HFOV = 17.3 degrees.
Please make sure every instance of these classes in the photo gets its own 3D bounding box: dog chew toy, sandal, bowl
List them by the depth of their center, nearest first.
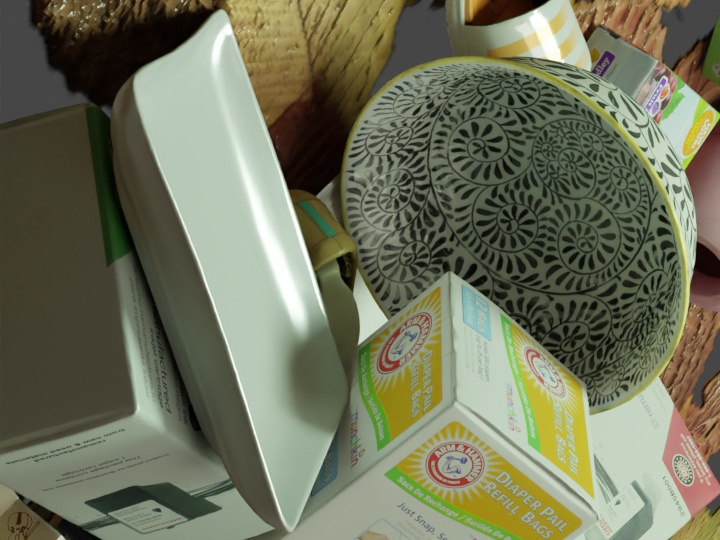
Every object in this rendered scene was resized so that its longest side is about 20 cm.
[{"bbox_3d":[0.097,-0.033,1.210,0.094,0.201,0.201,-39,152,-46],"label":"bowl"},{"bbox_3d":[0.099,-0.099,1.287,0.079,0.059,0.207,-53,141,-39],"label":"sandal"},{"bbox_3d":[0.280,-0.062,1.634,0.200,0.125,0.125,-46,154,-33],"label":"dog chew toy"}]

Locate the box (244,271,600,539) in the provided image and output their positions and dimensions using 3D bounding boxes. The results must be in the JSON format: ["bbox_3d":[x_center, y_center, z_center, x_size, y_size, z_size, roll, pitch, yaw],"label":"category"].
[{"bbox_3d":[0.011,0.114,1.167,0.200,0.101,0.113,-40,-155,25],"label":"box"}]

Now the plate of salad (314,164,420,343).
[{"bbox_3d":[0.000,0.000,1.312,0.200,0.048,0.200,-34,146,-27],"label":"plate of salad"}]

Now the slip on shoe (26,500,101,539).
[{"bbox_3d":[-0.141,0.135,1.239,0.061,0.076,0.200,-14,-148,53],"label":"slip on shoe"}]

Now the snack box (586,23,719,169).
[{"bbox_3d":[0.133,-0.042,1.480,0.200,0.053,0.142,-56,156,5],"label":"snack box"}]

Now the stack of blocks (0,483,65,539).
[{"bbox_3d":[-0.187,0.112,1.064,0.059,0.115,0.200,-46,153,-15],"label":"stack of blocks"}]

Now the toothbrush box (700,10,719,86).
[{"bbox_3d":[0.317,-0.211,1.543,0.146,0.086,0.200,-32,145,-38],"label":"toothbrush box"}]

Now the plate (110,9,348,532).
[{"bbox_3d":[-0.059,-0.004,1.040,0.032,0.200,0.200,-16,-168,11],"label":"plate"}]

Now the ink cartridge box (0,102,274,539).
[{"bbox_3d":[-0.107,0.034,1.054,0.083,0.147,0.200,-16,158,12],"label":"ink cartridge box"}]

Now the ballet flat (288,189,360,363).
[{"bbox_3d":[-0.030,0.053,1.224,0.069,0.063,0.200,-28,135,-30],"label":"ballet flat"}]

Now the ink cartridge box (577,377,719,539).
[{"bbox_3d":[0.129,0.138,1.565,0.200,0.146,0.085,-32,-177,-43],"label":"ink cartridge box"}]
